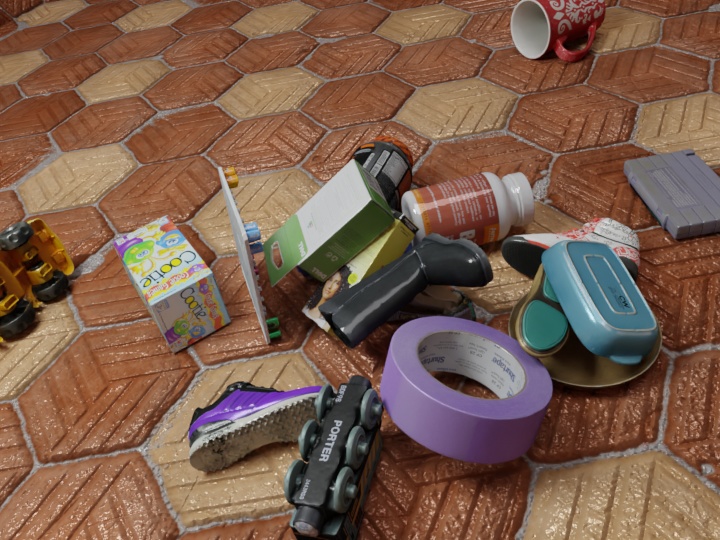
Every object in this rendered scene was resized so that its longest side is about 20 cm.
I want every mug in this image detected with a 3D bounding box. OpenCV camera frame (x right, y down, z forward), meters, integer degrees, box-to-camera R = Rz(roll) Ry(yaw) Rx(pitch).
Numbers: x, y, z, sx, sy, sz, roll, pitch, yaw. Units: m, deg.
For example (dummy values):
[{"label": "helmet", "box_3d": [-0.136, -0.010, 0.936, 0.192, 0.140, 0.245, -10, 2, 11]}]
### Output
[{"label": "mug", "box_3d": [0.484, -0.581, 1.591, 0.198, 0.180, 0.133, -25, 5, -23]}]

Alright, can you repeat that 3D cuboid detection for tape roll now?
[{"label": "tape roll", "box_3d": [0.125, 0.136, 0.799, 0.197, 0.067, 0.201, 11, 27, -5]}]

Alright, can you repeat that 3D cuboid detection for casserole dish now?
[{"label": "casserole dish", "box_3d": [0.315, 0.029, 0.866, 0.119, 0.039, 0.202, 2, 50, -21]}]

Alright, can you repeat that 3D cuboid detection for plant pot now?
[{"label": "plant pot", "box_3d": [0.302, 0.087, 0.903, 0.196, 0.028, 0.202, -7, 41, 6]}]

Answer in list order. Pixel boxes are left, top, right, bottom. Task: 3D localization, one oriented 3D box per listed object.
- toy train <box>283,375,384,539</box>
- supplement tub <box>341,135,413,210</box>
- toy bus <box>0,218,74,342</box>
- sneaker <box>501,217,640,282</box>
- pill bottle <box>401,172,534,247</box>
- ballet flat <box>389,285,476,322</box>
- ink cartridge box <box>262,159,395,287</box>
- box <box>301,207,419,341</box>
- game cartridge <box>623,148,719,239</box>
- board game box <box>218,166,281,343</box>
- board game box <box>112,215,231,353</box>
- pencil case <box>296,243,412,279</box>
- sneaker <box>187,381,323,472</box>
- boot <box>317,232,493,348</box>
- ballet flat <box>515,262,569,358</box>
[{"label": "toy train", "box_3d": [-0.023, 0.219, 0.754, 0.084, 0.115, 0.201, 2, 40, 20]}, {"label": "supplement tub", "box_3d": [0.017, -0.142, 1.158, 0.121, 0.124, 0.201, 9, 43, 22]}, {"label": "toy bus", "box_3d": [-0.624, 0.018, 1.129, 0.189, 0.137, 0.201, -5, 35, 32]}, {"label": "sneaker", "box_3d": [0.322, -0.036, 1.011, 0.198, 0.068, 0.108, 13, 44, 20]}, {"label": "pill bottle", "box_3d": [0.173, -0.094, 1.075, 0.197, 0.113, 0.113, -14, 40, -4]}, {"label": "ballet flat", "box_3d": [0.074, 0.040, 0.976, 0.197, 0.073, 0.072, 10, 44, 23]}, {"label": "ink cartridge box", "box_3d": [-0.051, -0.056, 0.978, 0.199, 0.059, 0.105, -40, 42, 17]}, {"label": "box", "box_3d": [0.000, 0.000, 0.976, 0.075, 0.050, 0.202, 30, 85, 45]}, {"label": "game cartridge", "box_3d": [0.532, -0.129, 1.098, 0.127, 0.039, 0.202, -13, 40, 3]}, {"label": "board game box", "box_3d": [-0.167, -0.027, 1.003, 0.025, 0.202, 0.201, -16, 40, -13]}, {"label": "board game box", "box_3d": [-0.303, 0.017, 1.059, 0.102, 0.106, 0.200, -29, 42, -20]}, {"label": "pencil case", "box_3d": [-0.015, -0.026, 1.065, 0.196, 0.089, 0.078, 3, 5, 15]}, {"label": "sneaker", "box_3d": [-0.132, 0.177, 0.863, 0.197, 0.070, 0.100, -18, 38, -9]}, {"label": "boot", "box_3d": [0.056, 0.031, 0.874, 0.198, 0.066, 0.164, -30, 18, -15]}, {"label": "ballet flat", "box_3d": [0.243, 0.060, 0.877, 0.068, 0.063, 0.200, 31, 44, 8]}]
